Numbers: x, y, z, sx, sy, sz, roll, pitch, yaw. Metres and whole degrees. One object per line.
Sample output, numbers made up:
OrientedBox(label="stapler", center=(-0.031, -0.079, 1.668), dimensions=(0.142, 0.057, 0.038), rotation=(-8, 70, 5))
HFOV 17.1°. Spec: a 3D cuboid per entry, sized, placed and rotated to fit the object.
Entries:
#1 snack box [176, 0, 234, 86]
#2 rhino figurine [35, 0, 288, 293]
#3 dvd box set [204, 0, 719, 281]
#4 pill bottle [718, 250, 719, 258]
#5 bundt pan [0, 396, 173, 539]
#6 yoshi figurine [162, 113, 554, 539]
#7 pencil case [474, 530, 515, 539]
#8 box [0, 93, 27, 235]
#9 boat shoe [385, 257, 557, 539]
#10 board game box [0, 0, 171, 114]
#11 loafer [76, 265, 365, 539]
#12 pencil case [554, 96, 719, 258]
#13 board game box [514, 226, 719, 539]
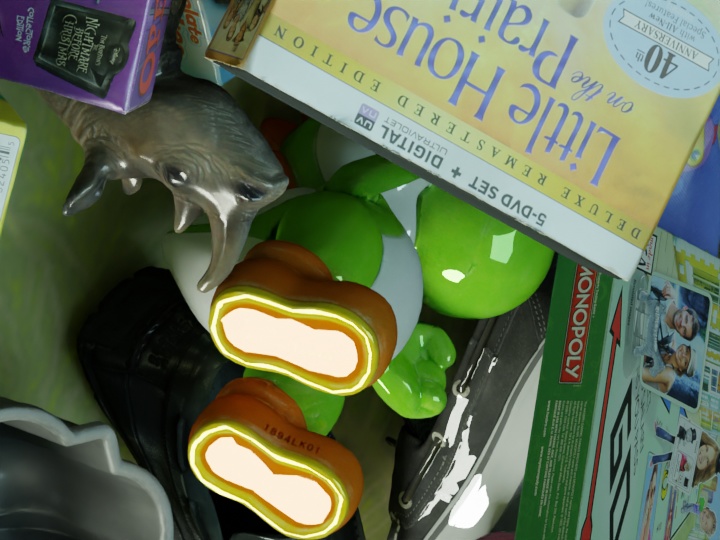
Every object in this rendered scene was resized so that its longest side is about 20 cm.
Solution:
OrientedBox(label="snack box", center=(0.003, -0.161, 0.797), dimensions=(0.200, 0.037, 0.117), rotation=(-37, 133, -28))
OrientedBox(label="rhino figurine", center=(-0.067, -0.091, 0.689), dimensions=(0.060, 0.087, 0.202), rotation=(-40, 118, -70))
OrientedBox(label="dvd box set", center=(0.060, -0.116, 0.678), dimensions=(0.146, 0.029, 0.201), rotation=(28, 88, -28))
OrientedBox(label="pill bottle", center=(0.182, 0.097, 1.036), dimensions=(0.113, 0.113, 0.202), rotation=(9, 85, -49))
OrientedBox(label="bundt pan", center=(-0.153, 0.121, 0.750), dimensions=(0.201, 0.076, 0.203), rotation=(-25, 128, -37))
OrientedBox(label="yoshi figurine", center=(0.015, 0.001, 0.792), dimensions=(0.112, 0.112, 0.200), rotation=(59, 26, -19))
OrientedBox(label="pencil case", center=(0.062, 0.174, 0.960), dimensions=(0.087, 0.087, 0.200), rotation=(-45, 159, -21))
OrientedBox(label="box", center=(-0.196, -0.008, 0.608), dimensions=(0.199, 0.048, 0.118), rotation=(12, 102, -24))
OrientedBox(label="boat shoe", center=(0.043, 0.071, 0.942), dimensions=(0.070, 0.066, 0.201), rotation=(-24, 150, -40))
OrientedBox(label="board game box", center=(-0.093, -0.154, 0.636), dimensions=(0.032, 0.119, 0.202), rotation=(-59, 163, -74))
OrientedBox(label="loafer", center=(-0.037, 0.080, 0.860), dimensions=(0.068, 0.070, 0.201), rotation=(-45, 138, -17))
OrientedBox(label="pencil case", center=(0.099, -0.006, 0.951), dimensions=(0.078, 0.087, 0.201), rotation=(-18, 124, -27))
OrientedBox(label="board game box", center=(0.105, 0.093, 0.856), dimensions=(0.134, 0.029, 0.202), rotation=(22, 73, -47))
